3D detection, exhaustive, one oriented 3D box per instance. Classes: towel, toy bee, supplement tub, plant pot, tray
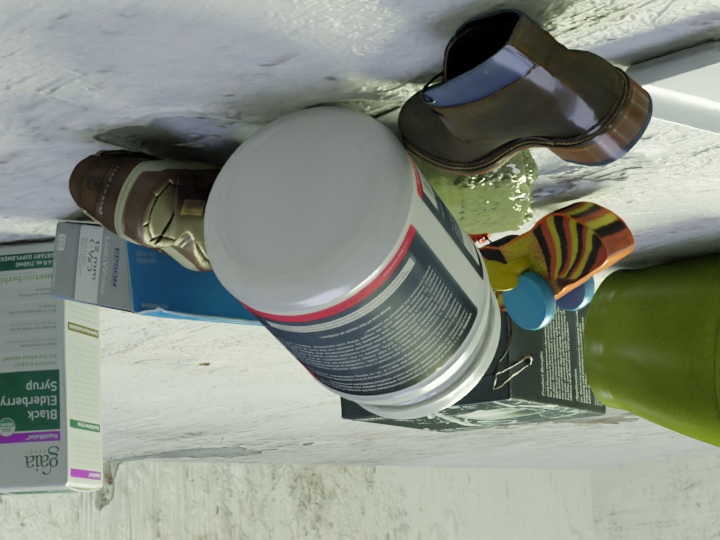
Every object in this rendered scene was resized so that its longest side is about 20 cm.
[{"bbox_3d":[0.051,-0.057,1.399,0.147,0.037,0.200,-3,170,4],"label":"towel"},{"bbox_3d":[0.126,-0.001,1.578,0.200,0.109,0.131,-44,164,26],"label":"toy bee"},{"bbox_3d":[0.000,0.000,1.267,0.140,0.141,0.200,-7,150,23],"label":"supplement tub"},{"bbox_3d":[0.312,0.069,1.787,0.192,0.202,0.200,5,176,36],"label":"plant pot"},{"bbox_3d":[0.238,-0.108,1.206,0.199,0.022,0.107,8,165,-43],"label":"tray"}]

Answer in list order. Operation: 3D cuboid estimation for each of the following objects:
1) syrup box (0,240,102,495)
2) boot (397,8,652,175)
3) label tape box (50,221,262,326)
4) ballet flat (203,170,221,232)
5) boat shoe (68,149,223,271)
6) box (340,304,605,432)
[{"bbox_3d":[-0.263,0.082,1.621,0.078,0.201,0.081,-4,170,14],"label":"syrup box"},{"bbox_3d":[0.066,-0.108,1.113,0.097,0.075,0.199,36,160,-31],"label":"boot"},{"bbox_3d":[-0.129,0.003,1.484,0.143,0.067,0.200,6,179,-31],"label":"label tape box"},{"bbox_3d":[-0.053,-0.039,1.385,0.070,0.066,0.200,1,175,14],"label":"ballet flat"},{"bbox_3d":[-0.137,-0.049,1.351,0.074,0.075,0.202,19,177,17],"label":"boat shoe"},{"bbox_3d":[0.112,0.088,1.971,0.199,0.125,0.196,-10,165,34],"label":"box"}]
